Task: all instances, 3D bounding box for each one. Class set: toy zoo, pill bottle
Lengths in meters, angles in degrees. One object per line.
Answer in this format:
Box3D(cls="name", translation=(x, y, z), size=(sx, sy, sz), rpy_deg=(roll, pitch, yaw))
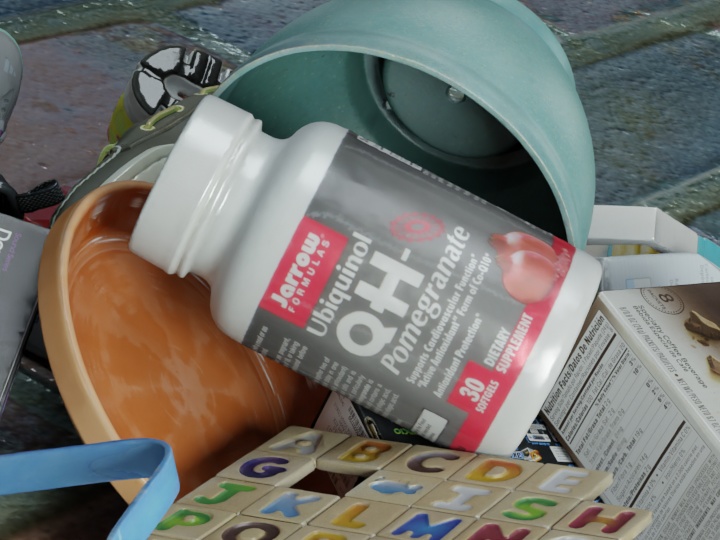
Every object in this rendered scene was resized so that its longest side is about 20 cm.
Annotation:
Box3D(cls="toy zoo", translation=(0.134, -0.010, 1.631), size=(0.131, 0.020, 0.200), rpy_deg=(1, -13, 30))
Box3D(cls="pill bottle", translation=(0.000, 0.000, 1.321), size=(0.200, 0.111, 0.111), rpy_deg=(27, 22, 0))

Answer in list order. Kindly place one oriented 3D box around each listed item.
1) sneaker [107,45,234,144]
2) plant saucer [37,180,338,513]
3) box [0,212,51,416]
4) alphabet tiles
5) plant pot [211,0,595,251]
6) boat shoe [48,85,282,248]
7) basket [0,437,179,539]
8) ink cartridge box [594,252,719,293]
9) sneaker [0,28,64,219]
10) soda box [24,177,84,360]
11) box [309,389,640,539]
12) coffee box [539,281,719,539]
Box3D(cls="sneaker", translation=(-0.061, -0.058, 1.691), size=(0.200, 0.090, 0.078), rpy_deg=(32, 55, -16))
Box3D(cls="plant saucer", translation=(-0.080, 0.053, 1.348), size=(0.200, 0.032, 0.200), rpy_deg=(39, 35, -34))
Box3D(cls="box", translation=(-0.251, 0.018, 1.312), size=(0.200, 0.036, 0.143), rpy_deg=(18, 60, -1))
Box3D(cls="alphabet tiles", translation=(0.013, 0.108, 1.226), size=(0.200, 0.008, 0.167), rpy_deg=(6, 20, 29))
Box3D(cls="plant pot", translation=(0.031, -0.062, 1.430), size=(0.200, 0.200, 0.134), rpy_deg=(22, 43, 8))
Box3D(cls="boat shoe", translation=(-0.096, -0.044, 1.459), size=(0.060, 0.072, 0.202), rpy_deg=(10, 26, 31))
Box3D(cls="basket", translation=(-0.179, 0.111, 1.081), size=(0.200, 0.139, 0.176), rpy_deg=(-9, 17, 15))
Box3D(cls="ink cartridge box", translation=(0.149, 0.014, 1.620), size=(0.200, 0.047, 0.160), rpy_deg=(-5, -1, -41))
Box3D(cls="sneaker", translation=(-0.193, -0.050, 1.429), size=(0.140, 0.078, 0.200), rpy_deg=(1, 45, 39))
Box3D(cls="soda box", translation=(-0.122, -0.012, 1.536), size=(0.063, 0.070, 0.200), rpy_deg=(28, 24, 16))
Box3D(cls="box", translation=(0.099, 0.131, 1.352), size=(0.200, 0.050, 0.199), rpy_deg=(4, 40, -31))
Box3D(cls="coffee box", translation=(0.186, 0.100, 1.341), size=(0.113, 0.080, 0.200), rpy_deg=(-4, 44, -38))
